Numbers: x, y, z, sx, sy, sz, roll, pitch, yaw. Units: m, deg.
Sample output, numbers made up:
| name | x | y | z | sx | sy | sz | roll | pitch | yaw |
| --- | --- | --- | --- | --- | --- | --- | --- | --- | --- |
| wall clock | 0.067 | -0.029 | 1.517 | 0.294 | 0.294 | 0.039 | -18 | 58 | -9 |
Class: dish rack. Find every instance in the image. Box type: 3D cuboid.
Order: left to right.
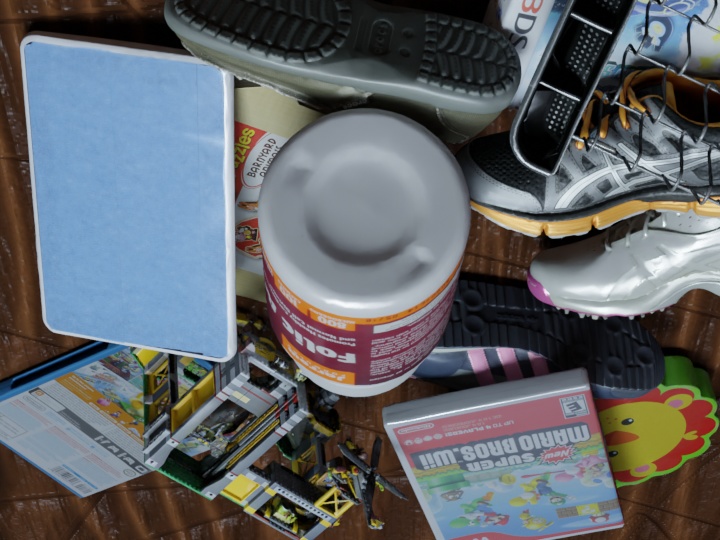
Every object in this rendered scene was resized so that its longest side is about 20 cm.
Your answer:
| name | x | y | z | sx | sy | sz | roll | pitch | yaw |
| --- | --- | --- | --- | --- | --- | --- | --- | --- | --- |
| dish rack | 0.190 | -0.093 | 0.767 | 0.198 | 0.055 | 0.155 | 23 | 115 | -2 |

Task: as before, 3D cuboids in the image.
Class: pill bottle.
| name | x | y | z | sx | sy | sz | roll | pitch | yaw |
| --- | --- | --- | --- | --- | --- | --- | --- | --- | --- |
| pill bottle | 0.000 | 0.000 | 0.883 | 0.112 | 0.116 | 0.200 | 1 | 160 | -1 |

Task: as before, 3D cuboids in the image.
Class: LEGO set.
| name | x | y | z | sx | sy | sz | roll | pitch | yaw |
| --- | --- | --- | --- | --- | --- | --- | --- | --- | --- |
| LEGO set | -0.055 | 0.085 | 1.039 | 0.199 | 0.154 | 0.116 | 39 | 115 | -22 |

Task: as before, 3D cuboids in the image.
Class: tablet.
| name | x | y | z | sx | sy | sz | roll | pitch | yaw |
| --- | --- | --- | --- | --- | --- | --- | --- | --- | --- |
| tablet | -0.135 | -0.040 | 0.916 | 0.128 | 0.014 | 0.202 | 9 | 120 | 11 |

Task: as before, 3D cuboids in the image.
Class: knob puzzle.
| name | x | y | z | sx | sy | sz | roll | pitch | yaw |
| --- | --- | --- | --- | --- | --- | --- | --- | --- | --- |
| knob puzzle | -0.086 | -0.058 | 0.958 | 0.216 | 0.031 | 0.221 | 0 | 141 | 0 |

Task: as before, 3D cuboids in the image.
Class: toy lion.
| name | x | y | z | sx | sy | sz | roll | pitch | yaw |
| --- | --- | --- | --- | --- | --- | --- | --- | --- | --- |
| toy lion | 0.168 | 0.130 | 1.169 | 0.189 | 0.069 | 0.201 | 3 | 141 | -16 |

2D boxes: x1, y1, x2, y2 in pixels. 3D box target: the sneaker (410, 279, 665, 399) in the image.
| name | x | y | z | sx | sy | sz | roll | pitch | yaw |
| --- | --- | --- | --- | --- | --- | --- | --- | --- | --- |
| sneaker | 0.110 | 0.057 | 1.076 | 0.197 | 0.071 | 0.082 | 13 | 148 | -7 |

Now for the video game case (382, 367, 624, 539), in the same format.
| name | x | y | z | sx | sy | sz | roll | pitch | yaw |
| --- | --- | --- | --- | --- | --- | --- | --- | --- | --- |
| video game case | 0.107 | 0.142 | 1.099 | 0.141 | 0.018 | 0.201 | -12 | 141 | 10 |

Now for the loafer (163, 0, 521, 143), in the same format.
| name | x | y | z | sx | sy | sz | roll | pitch | yaw |
| --- | --- | --- | --- | --- | --- | --- | --- | --- | --- |
| loafer | -0.014 | -0.111 | 0.843 | 0.198 | 0.076 | 0.070 | 19 | 146 | 4 |

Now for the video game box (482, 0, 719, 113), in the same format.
| name | x | y | z | sx | sy | sz | roll | pitch | yaw |
| --- | --- | --- | --- | --- | --- | --- | --- | --- | --- |
| video game box | 0.175 | -0.152 | 0.834 | 0.197 | 0.047 | 0.183 | 8 | 142 | -9 |

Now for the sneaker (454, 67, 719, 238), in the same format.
| name | x | y | z | sx | sy | sz | roll | pitch | yaw |
| --- | --- | --- | --- | --- | --- | --- | --- | --- | --- |
| sneaker | 0.146 | -0.073 | 0.848 | 0.197 | 0.079 | 0.078 | -6 | 130 | 4 |

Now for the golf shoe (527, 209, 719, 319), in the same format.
| name | x | y | z | sx | sy | sz | roll | pitch | yaw |
| --- | --- | --- | --- | --- | --- | --- | --- | --- | --- |
| golf shoe | 0.202 | -0.023 | 0.982 | 0.197 | 0.076 | 0.093 | -7 | 118 | 11 |

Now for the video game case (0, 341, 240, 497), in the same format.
| name | x | y | z | sx | sy | sz | roll | pitch | yaw |
| --- | --- | --- | --- | --- | --- | --- | --- | --- | --- |
| video game case | -0.181 | 0.106 | 1.168 | 0.198 | 0.018 | 0.143 | -22 | 135 | 25 |
